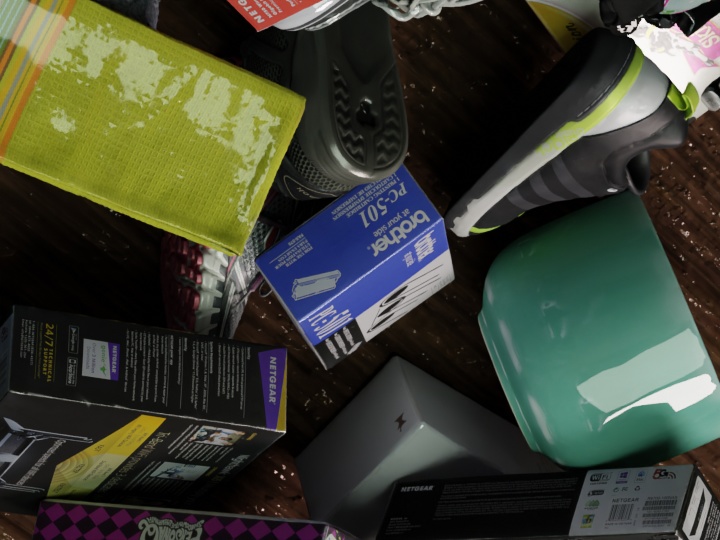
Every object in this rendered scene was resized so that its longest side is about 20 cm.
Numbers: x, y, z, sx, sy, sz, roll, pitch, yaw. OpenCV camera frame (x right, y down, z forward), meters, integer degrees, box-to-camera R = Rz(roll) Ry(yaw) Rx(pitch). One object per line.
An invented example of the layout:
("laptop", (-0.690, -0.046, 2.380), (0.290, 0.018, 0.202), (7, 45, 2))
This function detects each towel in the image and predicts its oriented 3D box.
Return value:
("towel", (-0.124, -0.078, 1.188), (0.199, 0.018, 0.086), (23, 96, -26))

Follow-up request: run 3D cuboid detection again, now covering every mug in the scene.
("mug", (0.141, 0.055, 1.511), (0.114, 0.152, 0.185), (-22, 127, 4))

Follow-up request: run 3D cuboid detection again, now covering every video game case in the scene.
("video game case", (-0.060, 0.179, 1.496), (0.199, 0.036, 0.181), (1, 159, 32))

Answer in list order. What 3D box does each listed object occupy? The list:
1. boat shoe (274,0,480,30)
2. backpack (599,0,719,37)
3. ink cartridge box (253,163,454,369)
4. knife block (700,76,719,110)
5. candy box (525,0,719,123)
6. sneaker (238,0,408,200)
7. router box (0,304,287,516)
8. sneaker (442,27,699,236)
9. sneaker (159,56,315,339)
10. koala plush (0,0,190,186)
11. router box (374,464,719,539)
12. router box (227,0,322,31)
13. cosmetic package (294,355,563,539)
("boat shoe", (0.030, -0.161, 1.290), (0.199, 0.073, 0.068), (-43, 117, -37))
("backpack", (0.212, -0.204, 1.294), (0.199, 0.127, 0.168), (-6, 97, 2))
("ink cartridge box", (0.000, 0.000, 1.414), (0.094, 0.044, 0.200), (-36, 170, -2))
("knife block", (0.263, -0.105, 1.408), (0.175, 0.064, 0.200), (-27, 170, -3))
("candy box", (0.195, -0.175, 1.422), (0.200, 0.061, 0.136), (-35, 125, 11))
("sneaker", (-0.033, -0.129, 1.347), (0.076, 0.200, 0.114), (7, 161, -38))
("router box", (-0.148, 0.087, 1.452), (0.157, 0.052, 0.200), (10, 155, -22))
("sneaker", (0.115, -0.056, 1.422), (0.083, 0.072, 0.200), (33, 149, -10))
("sneaker", (-0.063, -0.020, 1.447), (0.074, 0.081, 0.201), (5, 122, -21))
("koala plush", (-0.151, -0.119, 1.277), (0.177, 0.200, 0.184), (29, 112, -31))
("router box", (0.128, 0.180, 1.506), (0.199, 0.051, 0.149), (-6, 135, 33))
("router box", (0.020, -0.226, 1.217), (0.179, 0.201, 0.049), (-22, 131, 31))
("cosmetic package", (0.068, 0.147, 1.604), (0.200, 0.071, 0.101), (32, 112, -32))
